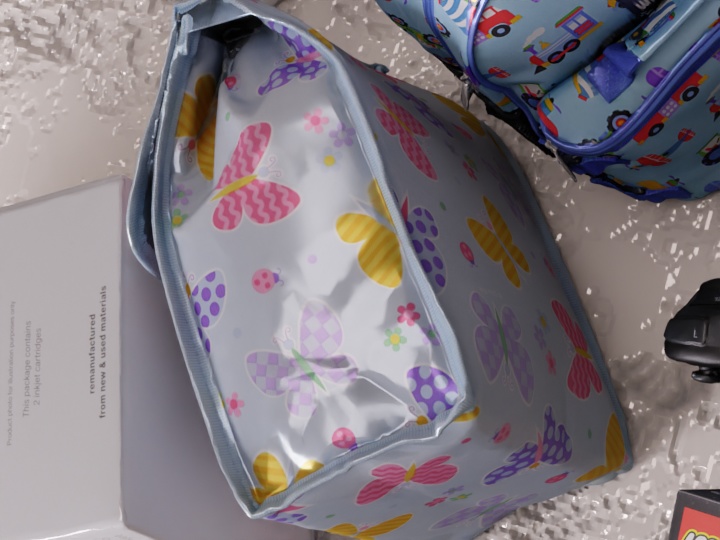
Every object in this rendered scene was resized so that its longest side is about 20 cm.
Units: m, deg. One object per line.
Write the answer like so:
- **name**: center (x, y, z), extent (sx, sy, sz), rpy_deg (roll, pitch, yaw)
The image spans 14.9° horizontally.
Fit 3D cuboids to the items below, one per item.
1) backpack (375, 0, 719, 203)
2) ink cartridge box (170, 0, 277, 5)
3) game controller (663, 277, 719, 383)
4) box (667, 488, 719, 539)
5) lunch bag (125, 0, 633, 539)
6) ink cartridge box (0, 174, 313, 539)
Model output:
- **backpack**: center (0.096, -0.129, 1.028), extent (0.183, 0.200, 0.135), rpy_deg (-43, 61, 13)
- **ink cartridge box**: center (-0.069, -0.196, 1.137), extent (0.146, 0.200, 0.085), rpy_deg (-36, 63, 17)
- **game controller**: center (0.212, 0.030, 0.979), extent (0.200, 0.104, 0.042), rpy_deg (6, 86, 31)
- **box**: center (0.187, 0.166, 0.966), extent (0.200, 0.038, 0.137), rpy_deg (15, 97, 41)
- **lunch bag**: center (0.000, 0.000, 1.069), extent (0.127, 0.170, 0.200), rpy_deg (-26, 70, 20)
- **ink cartridge box**: center (-0.141, 0.071, 1.138), extent (0.200, 0.147, 0.146), rpy_deg (-14, 65, 27)
